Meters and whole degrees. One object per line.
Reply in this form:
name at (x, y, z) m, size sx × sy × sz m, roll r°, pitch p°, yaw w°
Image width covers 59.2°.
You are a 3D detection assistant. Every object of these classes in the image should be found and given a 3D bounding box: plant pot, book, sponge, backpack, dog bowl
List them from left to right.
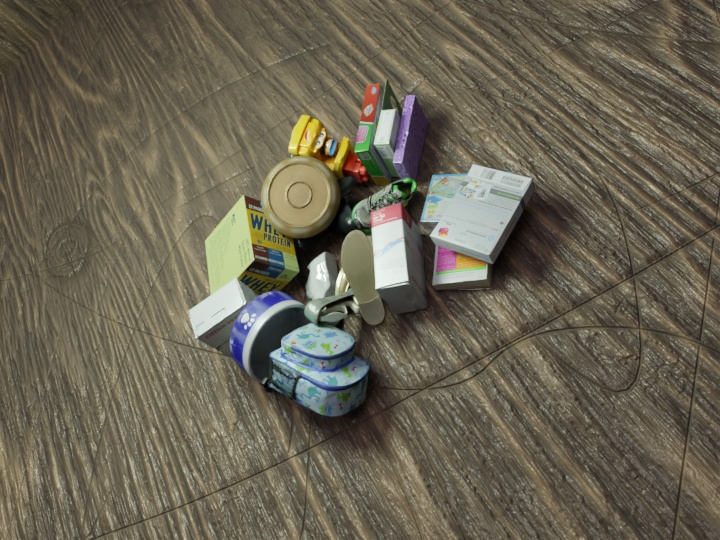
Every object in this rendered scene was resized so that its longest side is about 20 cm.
dog bowl at (-0.200, 0.153, 1.454) m, size 0.078 × 0.200 × 0.202 m, roll 28°, pitch 79°, yaw 36°
plant pot at (-0.147, -0.181, 1.529) m, size 0.196 × 0.027 × 0.205 m, roll -1°, pitch 83°, yaw 5°
backpack at (-0.082, 0.212, 1.367) m, size 0.198 × 0.182 × 0.150 m, roll 25°, pitch 117°, yaw 29°
sponge at (0.127, -0.325, 1.591) m, size 0.029 × 0.112 × 0.204 m, roll 2°, pitch 66°, yaw 25°
book at (0.235, -0.057, 1.443) m, size 0.131 × 0.048 × 0.204 m, roll -4°, pitch 62°, yaw 25°

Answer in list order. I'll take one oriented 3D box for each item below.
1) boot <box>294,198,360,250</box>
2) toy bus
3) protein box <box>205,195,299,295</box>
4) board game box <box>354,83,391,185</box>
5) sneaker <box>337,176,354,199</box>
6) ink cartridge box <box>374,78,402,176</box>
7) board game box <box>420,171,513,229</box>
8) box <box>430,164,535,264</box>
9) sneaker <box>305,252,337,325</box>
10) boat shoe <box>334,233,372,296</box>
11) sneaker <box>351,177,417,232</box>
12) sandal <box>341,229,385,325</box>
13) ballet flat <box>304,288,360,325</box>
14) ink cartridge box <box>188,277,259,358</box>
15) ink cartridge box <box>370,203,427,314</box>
boot at (-0.089, -0.108, 1.586) m, size 0.161 × 0.074 × 0.199 m, roll -33°, pitch 33°, yaw 0°
toy bus at (-0.071, -0.287, 1.623) m, size 0.189 × 0.201 × 0.138 m, roll 13°, pitch 68°, yaw 22°
protein box at (-0.275, -0.036, 1.584) m, size 0.200 × 0.133 × 0.201 m, roll -41°, pitch 50°, yaw 34°
board game box at (0.046, -0.345, 1.616) m, size 0.040 × 0.153 × 0.204 m, roll -2°, pitch 63°, yaw 25°
sneaker at (-0.111, -0.205, 1.578) m, size 0.196 × 0.092 × 0.076 m, roll -18°, pitch 19°, yaw 0°
ink cartridge box at (0.092, -0.362, 1.606) m, size 0.047 × 0.146 × 0.204 m, roll 2°, pitch 66°, yaw 25°
board game box at (0.246, -0.159, 1.456) m, size 0.197 × 0.034 × 0.137 m, roll 3°, pitch 61°, yaw 30°
box at (0.265, -0.127, 1.375) m, size 0.154 × 0.041 × 0.202 m, roll 21°, pitch 71°, yaw 37°
sneaker at (-0.097, 0.058, 1.541) m, size 0.087 × 0.075 × 0.203 m, roll -25°, pitch 50°, yaw 27°
boat shoe at (0.001, 0.001, 1.513) m, size 0.062 × 0.073 × 0.203 m, roll 12°, pitch 63°, yaw 31°
sneaker at (0.056, -0.165, 1.508) m, size 0.078 × 0.085 × 0.199 m, roll 48°, pitch 60°, yaw 2°
sandal at (0.008, 0.020, 1.432) m, size 0.076 × 0.070 × 0.216 m, roll -16°, pitch 83°, yaw 4°
ballet flat at (-0.033, 0.083, 1.438) m, size 0.197 × 0.069 × 0.064 m, roll -14°, pitch 35°, yaw -31°
ink cartridge box at (-0.289, 0.125, 1.511) m, size 0.144 × 0.200 × 0.084 m, roll -34°, pitch 55°, yaw 6°
ink cartridge box at (0.088, -0.025, 1.435) m, size 0.084 × 0.148 × 0.204 m, roll -12°, pitch 59°, yaw 19°
